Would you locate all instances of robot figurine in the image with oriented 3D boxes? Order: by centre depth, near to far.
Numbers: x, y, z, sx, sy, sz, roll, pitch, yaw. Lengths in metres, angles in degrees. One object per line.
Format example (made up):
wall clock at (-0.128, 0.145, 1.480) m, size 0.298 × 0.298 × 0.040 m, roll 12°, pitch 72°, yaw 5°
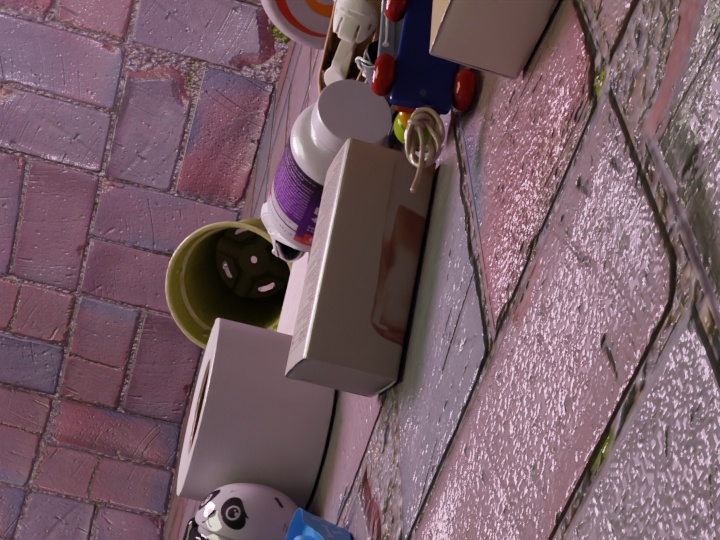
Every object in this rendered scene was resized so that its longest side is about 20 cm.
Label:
robot figurine at (-0.125, 0.319, 1.307) m, size 0.125 × 0.148 × 0.203 m, roll 32°, pitch -109°, yaw -86°

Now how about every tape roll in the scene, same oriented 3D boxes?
tape roll at (-0.116, 0.166, 1.430) m, size 0.203 × 0.138 × 0.205 m, roll -166°, pitch 90°, yaw -81°

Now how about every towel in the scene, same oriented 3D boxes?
towel at (-0.065, 0.012, 1.656) m, size 0.200 × 0.032 × 0.193 m, roll 176°, pitch 107°, yaw -78°

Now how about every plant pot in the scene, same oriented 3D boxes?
plant pot at (-0.175, 0.006, 1.931) m, size 0.184 × 0.198 × 0.203 m, roll -66°, pitch -7°, yaw -74°

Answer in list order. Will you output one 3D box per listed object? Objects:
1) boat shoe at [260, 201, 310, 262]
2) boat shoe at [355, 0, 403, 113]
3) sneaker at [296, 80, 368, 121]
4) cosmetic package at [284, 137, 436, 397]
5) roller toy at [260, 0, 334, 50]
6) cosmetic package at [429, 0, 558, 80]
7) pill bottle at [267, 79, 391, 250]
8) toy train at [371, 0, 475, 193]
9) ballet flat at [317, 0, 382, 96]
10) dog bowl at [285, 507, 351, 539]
boat shoe at (-0.085, -0.045, 1.599) m, size 0.200 × 0.071 × 0.069 m, roll -179°, pitch 104°, yaw -69°
boat shoe at (0.028, -0.233, 1.366) m, size 0.200 × 0.061 × 0.074 m, roll 118°, pitch 162°, yaw -57°
sneaker at (-0.032, -0.167, 1.524) m, size 0.077 × 0.084 × 0.201 m, roll -88°, pitch 23°, yaw -51°
cosmetic package at (0.000, 0.000, 1.132) m, size 0.103 × 0.086 × 0.202 m, roll 138°, pitch 145°, yaw -72°
roller toy at (-0.036, -0.382, 1.601) m, size 0.182 × 0.200 × 0.140 m, roll -33°, pitch 28°, yaw 20°
cosmetic package at (0.101, -0.250, 0.933) m, size 0.106 × 0.070 × 0.202 m, roll 115°, pitch 165°, yaw -49°
pill bottle at (-0.031, -0.116, 1.405) m, size 0.200 × 0.110 × 0.113 m, roll 118°, pitch 163°, yaw -57°
toy train at (0.049, -0.137, 1.081) m, size 0.116 × 0.084 × 0.202 m, roll 99°, pitch 180°, yaw -70°
ballet flat at (-0.007, -0.252, 1.387) m, size 0.201 × 0.068 × 0.063 m, roll 105°, pitch -168°, yaw -53°
dog bowl at (-0.039, 0.284, 1.082) m, size 0.200 × 0.049 × 0.113 m, roll -107°, pitch 31°, yaw -70°
